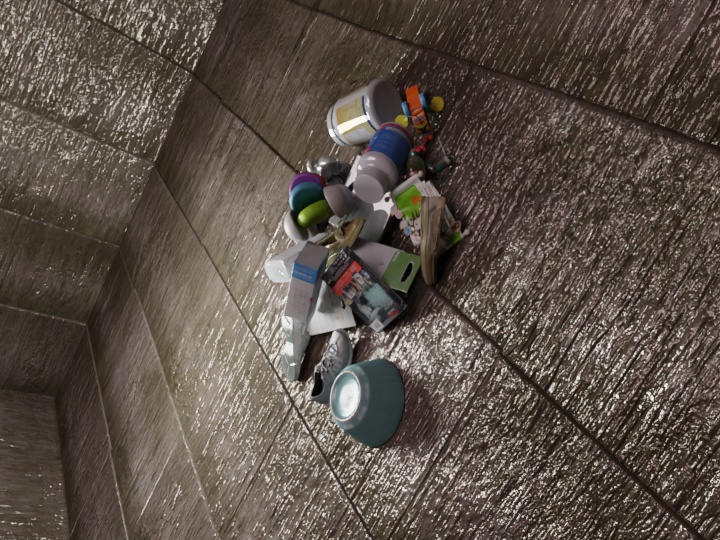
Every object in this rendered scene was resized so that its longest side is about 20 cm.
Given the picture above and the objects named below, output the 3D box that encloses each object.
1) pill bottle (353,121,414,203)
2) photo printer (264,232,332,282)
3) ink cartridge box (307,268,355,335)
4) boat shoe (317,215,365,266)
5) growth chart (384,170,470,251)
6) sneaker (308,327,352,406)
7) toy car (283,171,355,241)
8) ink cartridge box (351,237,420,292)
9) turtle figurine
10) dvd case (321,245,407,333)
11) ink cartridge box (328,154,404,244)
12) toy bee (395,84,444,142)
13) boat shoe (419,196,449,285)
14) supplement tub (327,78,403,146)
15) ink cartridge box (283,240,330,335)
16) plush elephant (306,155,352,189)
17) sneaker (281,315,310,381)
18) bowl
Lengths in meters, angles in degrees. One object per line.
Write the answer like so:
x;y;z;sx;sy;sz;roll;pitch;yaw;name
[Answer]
0.054;-0.261;1.458;0.111;0.113;0.203;-22;31;43;pill bottle
-0.158;-0.041;1.685;0.165;0.197;0.071;-5;114;60;photo printer
-0.088;0.079;1.591;0.197;0.049;0.166;-17;93;44;ink cartridge box
-0.055;-0.078;1.503;0.200;0.062;0.074;-43;14;47;boat shoe
0.149;-0.125;1.392;0.144;0.018;0.202;-42;80;34;growth chart
-0.077;0.248;1.526;0.074;0.080;0.207;14;91;47;sneaker
-0.118;-0.177;1.510;0.172;0.200;0.153;-29;93;15;toy car
0.054;-0.001;1.448;0.195;0.060;0.105;18;62;29;ink cartridge box
0.147;-0.221;1.449;0.148;0.098;0.208;-20;68;51;turtle figurine
0.005;0.049;1.427;0.022;0.200;0.146;-44;-2;-39;dvd case
0.024;-0.179;1.576;0.171;0.043;0.205;29;98;32;ink cartridge box
0.146;-0.386;1.523;0.128;0.110;0.203;-8;37;34;toy bee
0.168;-0.065;1.346;0.063;0.072;0.207;1;107;11;boat shoe
0.011;-0.432;1.661;0.197;0.142;0.150;-8;68;48;supplement tub
-0.139;0.046;1.505;0.116;0.066;0.205;-65;-8;-58;ink cartridge box
-0.080;-0.234;1.667;0.195;0.154;0.170;-9;107;33;plush elephant
-0.176;0.213;1.690;0.069;0.079;0.208;13;103;44;sneaker
0.000;0.302;1.403;0.198;0.103;0.208;-25;56;43;bowl
